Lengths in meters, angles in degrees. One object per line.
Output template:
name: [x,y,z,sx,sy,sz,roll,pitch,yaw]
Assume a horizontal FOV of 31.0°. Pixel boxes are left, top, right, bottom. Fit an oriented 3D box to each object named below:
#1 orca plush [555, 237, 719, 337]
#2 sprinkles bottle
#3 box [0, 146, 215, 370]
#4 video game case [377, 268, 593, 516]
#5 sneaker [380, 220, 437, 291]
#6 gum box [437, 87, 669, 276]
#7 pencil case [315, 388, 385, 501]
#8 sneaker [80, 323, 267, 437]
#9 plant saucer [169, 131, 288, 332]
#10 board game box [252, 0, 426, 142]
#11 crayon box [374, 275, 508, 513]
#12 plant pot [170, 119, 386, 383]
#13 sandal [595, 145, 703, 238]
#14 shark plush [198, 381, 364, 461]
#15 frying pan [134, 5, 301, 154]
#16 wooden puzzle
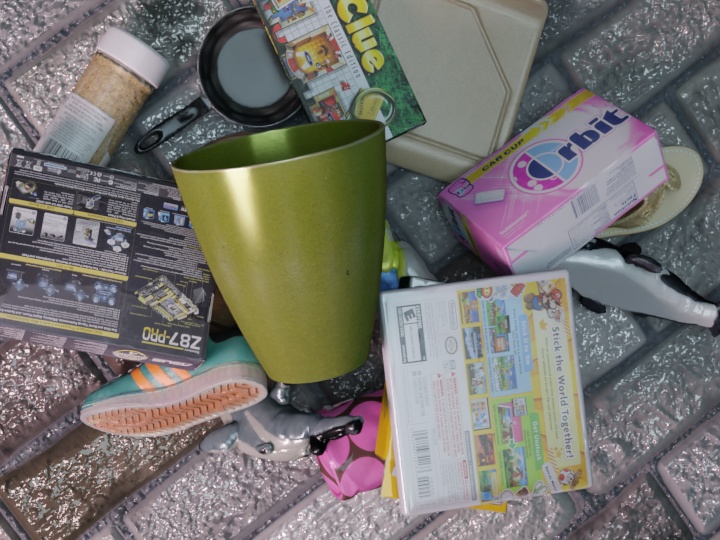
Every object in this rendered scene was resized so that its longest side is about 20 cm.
orca plush: [0.287,-0.004,1.304,0.198,0.106,0.072,11,57,0]
sprinkles bottle: [-0.258,-0.128,1.215,0.068,0.068,0.201,32,87,-9]
box: [-0.225,-0.009,1.149,0.198,0.049,0.163,11,69,-17]
video game case: [0.113,0.109,1.174,0.180,0.023,0.203,-7,90,-11]
sneaker: [0.000,0.000,1.266,0.105,0.076,0.201,-39,90,7]
gum box: [0.190,-0.084,1.251,0.199,0.113,0.066,-36,133,-9]
pencil case: [0.049,0.147,1.268,0.198,0.091,0.094,-20,67,-10]
sneaker: [-0.174,0.100,1.223,0.198,0.071,0.081,-16,55,20]
plant saucer: [-0.105,-0.031,1.229,0.197,0.029,0.203,0,92,11]
board game box: [-0.025,-0.210,1.235,0.104,0.023,0.202,-26,88,-8]
crayon box: [0.086,0.114,1.206,0.124,0.052,0.203,9,87,-11]
plant pot: [-0.053,-0.012,1.129,0.185,0.187,0.202,-13,105,-8]
sandal: [0.262,-0.069,1.297,0.209,0.070,0.078,-18,95,-8]
shark plush: [-0.080,0.132,1.194,0.090,0.199,0.084,5,88,-31]
frying pan: [-0.121,-0.164,1.253,0.114,0.031,0.191,33,90,-7]
wooden puzzle: [0.074,-0.198,1.284,0.183,0.037,0.202,17,94,-9]
